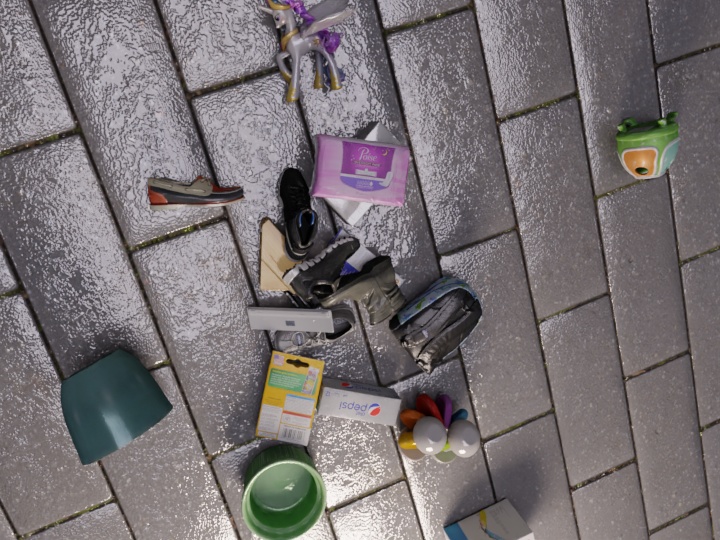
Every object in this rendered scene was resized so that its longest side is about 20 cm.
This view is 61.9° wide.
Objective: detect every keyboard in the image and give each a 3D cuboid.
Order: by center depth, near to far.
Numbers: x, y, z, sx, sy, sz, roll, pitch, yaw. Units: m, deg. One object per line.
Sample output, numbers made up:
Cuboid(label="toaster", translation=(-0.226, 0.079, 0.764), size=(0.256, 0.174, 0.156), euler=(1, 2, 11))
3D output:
Cuboid(label="keyboard", translation=(-0.154, 0.107, 1.307), size=(0.193, 0.011, 0.058), euler=(1, 124, 14))

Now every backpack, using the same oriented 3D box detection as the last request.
Cuboid(label="backpack", translation=(0.185, 0.108, 1.386), size=(0.199, 0.155, 0.163), euler=(-39, 104, 19))

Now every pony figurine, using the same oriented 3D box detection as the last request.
Cuboid(label="pony figurine", translation=(-0.093, -0.460, 1.189), size=(0.187, 0.168, 0.205), euler=(-14, 121, -3))

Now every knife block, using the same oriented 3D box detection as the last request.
Cuboid(label="knife block", translation=(-0.136, -0.011, 1.308), size=(0.170, 0.064, 0.207), euler=(0, 102, -15))

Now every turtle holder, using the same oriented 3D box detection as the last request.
Cuboid(label="turtle holder", translation=(0.683, -0.297, 1.430), size=(0.137, 0.186, 0.136), euler=(-8, 106, 21))

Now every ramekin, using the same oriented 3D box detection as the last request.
Cuboid(label="ramekin", translation=(-0.181, 0.509, 1.392), size=(0.194, 0.098, 0.207), euler=(-3, 103, -14))

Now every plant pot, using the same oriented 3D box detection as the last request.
Cuboid(label="plant pot", translation=(-0.504, 0.259, 1.211), size=(0.197, 0.200, 0.164), euler=(-28, 96, -7))

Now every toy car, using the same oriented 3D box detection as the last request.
Cuboid(label="toy car", translation=(0.184, 0.374, 1.442), size=(0.194, 0.176, 0.154), euler=(8, 64, -15))

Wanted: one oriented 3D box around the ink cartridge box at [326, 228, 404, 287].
Cuboid(label="ink cartridge box", translation=(0.000, 0.000, 1.360), size=(0.199, 0.037, 0.095), euler=(38, 91, -21))

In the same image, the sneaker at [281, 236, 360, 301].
Cuboid(label="sneaker", translation=(-0.065, 0.002, 1.259), size=(0.198, 0.067, 0.091), euler=(-31, 78, -32))

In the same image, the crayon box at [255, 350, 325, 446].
Cuboid(label="crayon box", translation=(-0.159, 0.283, 1.364), size=(0.122, 0.052, 0.206), euler=(12, 100, -7))

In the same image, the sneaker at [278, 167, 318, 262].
Cuboid(label="sneaker", translation=(-0.120, -0.130, 1.226), size=(0.071, 0.112, 0.207), euler=(-1, 75, -21))

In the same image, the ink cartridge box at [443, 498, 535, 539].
Cuboid(label="ink cartridge box", translation=(0.341, 0.727, 1.548), size=(0.195, 0.146, 0.151), euler=(-21, 107, -9))

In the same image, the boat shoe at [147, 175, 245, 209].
Cuboid(label="boat shoe", translation=(-0.334, -0.161, 1.224), size=(0.193, 0.071, 0.065), euler=(-4, 101, -9))

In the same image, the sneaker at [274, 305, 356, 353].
Cuboid(label="sneaker", translation=(-0.100, 0.132, 1.338), size=(0.195, 0.082, 0.077), euler=(-23, 107, -8))

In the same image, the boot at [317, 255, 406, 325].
Cuboid(label="boot", translation=(0.011, 0.065, 1.313), size=(0.196, 0.067, 0.134), euler=(-27, 108, -21))

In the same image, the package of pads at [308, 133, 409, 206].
Cuboid(label="package of pads", translation=(-0.003, -0.202, 1.210), size=(0.193, 0.076, 0.125), euler=(5, 100, -12))

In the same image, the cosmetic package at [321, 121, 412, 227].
Cuboid(label="cosmetic package", translation=(0.004, -0.209, 1.292), size=(0.113, 0.081, 0.200), euler=(43, 88, -19))

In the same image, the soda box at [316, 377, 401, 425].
Cuboid(label="soda box", translation=(-0.007, 0.307, 1.410), size=(0.194, 0.063, 0.070), euler=(12, 100, -17))
